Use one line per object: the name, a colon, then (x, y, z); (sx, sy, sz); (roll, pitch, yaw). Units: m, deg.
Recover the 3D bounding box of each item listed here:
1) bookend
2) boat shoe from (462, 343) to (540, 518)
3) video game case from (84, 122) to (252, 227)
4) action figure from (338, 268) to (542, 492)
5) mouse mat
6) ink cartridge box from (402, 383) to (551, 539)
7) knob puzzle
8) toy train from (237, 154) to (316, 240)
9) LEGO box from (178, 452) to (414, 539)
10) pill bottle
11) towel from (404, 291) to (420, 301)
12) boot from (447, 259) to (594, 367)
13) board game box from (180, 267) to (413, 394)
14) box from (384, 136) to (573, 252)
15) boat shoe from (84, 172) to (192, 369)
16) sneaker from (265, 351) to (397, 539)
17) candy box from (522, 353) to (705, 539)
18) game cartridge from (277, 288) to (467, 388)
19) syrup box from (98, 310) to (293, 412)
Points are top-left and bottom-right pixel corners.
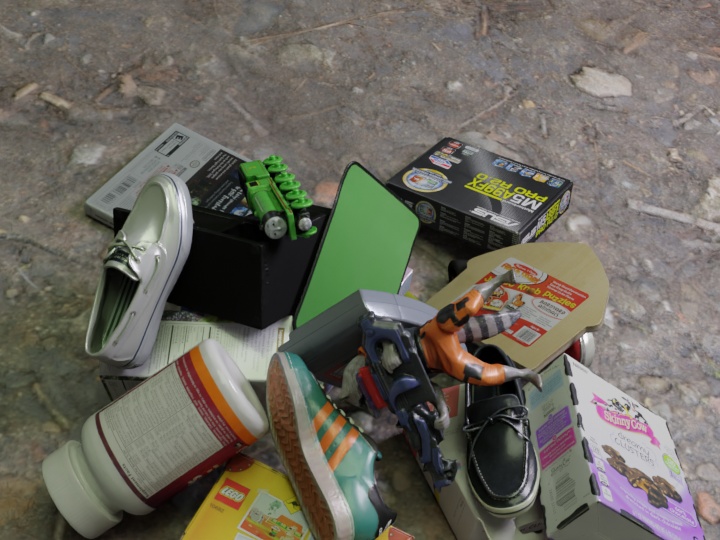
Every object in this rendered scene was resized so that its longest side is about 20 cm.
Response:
bookend: (-0.129, -0.031, 1.199); (0.197, 0.093, 0.199); (14, 24, 29)
boat shoe: (0.136, 0.157, 1.097); (0.074, 0.063, 0.201); (-12, 42, 13)
video game case: (-0.219, -0.096, 1.392); (0.180, 0.024, 0.200); (26, 46, 13)
action figure: (0.074, 0.103, 1.055); (0.191, 0.202, 0.105); (-15, 22, 5)
mouse mat: (0.000, 0.000, 1.205); (0.007, 0.161, 0.202); (7, 72, 37)
ink cartridge box: (0.138, 0.216, 1.146); (0.115, 0.068, 0.201); (-10, 49, -22)
knob puzzle: (0.199, 0.033, 1.260); (0.217, 0.031, 0.221); (-9, 37, 7)
toy train: (-0.091, -0.076, 1.136); (0.056, 0.042, 0.200); (-12, 23, -10)
LEGO box: (-0.070, 0.284, 1.028); (0.198, 0.078, 0.149); (24, 46, 10)
pill bottle: (-0.196, 0.163, 1.045); (0.199, 0.110, 0.110); (-34, 56, -1)
towel: (0.023, 0.035, 1.326); (0.086, 0.018, 0.200); (-31, 61, -33)
boot: (0.183, 0.053, 1.311); (0.143, 0.073, 0.201); (-8, 41, -19)
board game box: (-0.073, 0.027, 1.278); (0.198, 0.044, 0.200); (30, 56, 17)
box: (0.155, -0.098, 1.425); (0.198, 0.045, 0.160); (24, 40, 27)
boat shoe: (-0.220, -0.002, 1.079); (0.073, 0.067, 0.203); (7, 84, 29)
sneaker: (-0.030, 0.167, 1.044); (0.079, 0.072, 0.202); (-8, 63, -30)
candy box: (0.256, 0.207, 1.113); (0.167, 0.072, 0.201); (32, 31, -24)
game cartridge: (0.024, 0.080, 1.138); (0.199, 0.133, 0.041); (25, 36, -50)
syrup box: (-0.167, 0.096, 1.154); (0.197, 0.079, 0.082); (1, 60, 1)
